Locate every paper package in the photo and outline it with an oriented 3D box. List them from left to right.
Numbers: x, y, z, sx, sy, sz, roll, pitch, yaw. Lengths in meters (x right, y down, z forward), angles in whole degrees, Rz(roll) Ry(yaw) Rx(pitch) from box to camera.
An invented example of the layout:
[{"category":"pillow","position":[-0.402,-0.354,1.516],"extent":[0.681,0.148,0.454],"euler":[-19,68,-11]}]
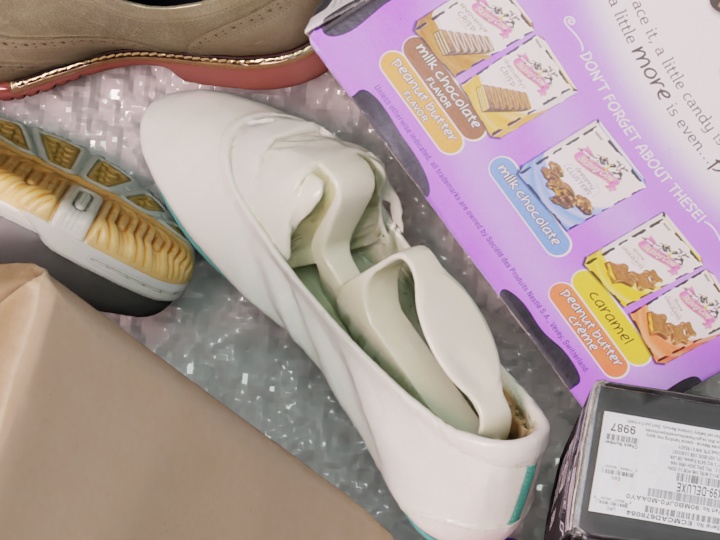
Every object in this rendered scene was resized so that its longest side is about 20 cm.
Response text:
[{"category":"paper package","position":[-0.101,0.118,0.704],"extent":[0.103,0.200,0.191],"euler":[6,67,36]}]

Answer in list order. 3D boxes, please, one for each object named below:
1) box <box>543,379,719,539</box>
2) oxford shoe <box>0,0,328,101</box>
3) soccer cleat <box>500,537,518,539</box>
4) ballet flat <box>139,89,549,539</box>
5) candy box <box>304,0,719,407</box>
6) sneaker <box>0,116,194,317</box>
[{"category":"box","position":[0.159,0.085,0.748],"extent":[0.200,0.158,0.050],"euler":[9,78,2]},{"category":"oxford shoe","position":[-0.104,-0.105,0.828],"extent":[0.200,0.075,0.071],"euler":[-2,68,11]},{"category":"soccer cleat","position":[-0.009,0.168,0.782],"extent":[0.076,0.067,0.200],"euler":[28,82,12]},{"category":"ballet flat","position":[0.000,0.000,0.803],"extent":[0.069,0.069,0.200],"euler":[-34,70,-6]},{"category":"candy box","position":[0.114,-0.070,0.755],"extent":[0.200,0.072,0.168],"euler":[-30,107,22]},{"category":"sneaker","position":[-0.158,-0.013,0.830],"extent":[0.200,0.076,0.088],"euler":[20,104,0]}]
